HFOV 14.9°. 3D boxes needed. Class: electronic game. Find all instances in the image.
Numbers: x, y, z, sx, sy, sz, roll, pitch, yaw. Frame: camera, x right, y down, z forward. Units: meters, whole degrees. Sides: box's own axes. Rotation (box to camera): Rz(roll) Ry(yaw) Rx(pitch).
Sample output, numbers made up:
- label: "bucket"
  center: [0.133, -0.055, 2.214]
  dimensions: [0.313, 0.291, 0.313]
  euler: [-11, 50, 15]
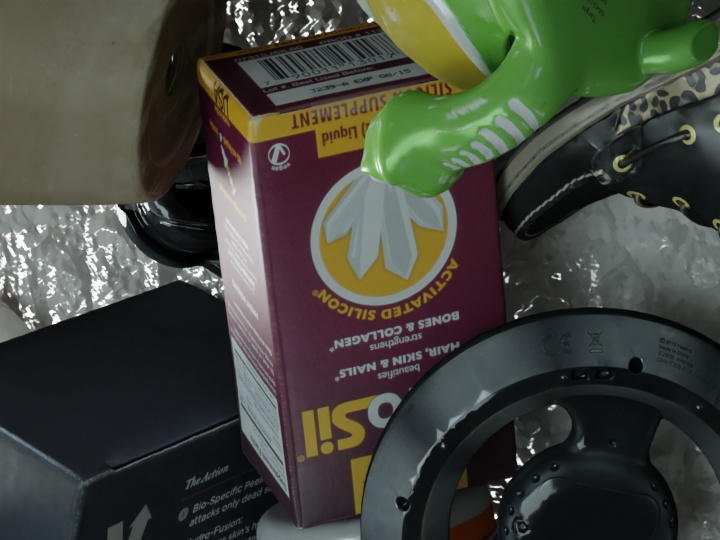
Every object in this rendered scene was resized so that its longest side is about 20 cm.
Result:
- label: "electronic game"
  center: [0.099, 0.111, 1.203]
  dimensions: [0.199, 0.042, 0.201]
  euler: [0, 110, 1]

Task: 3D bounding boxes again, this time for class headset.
- label: "headset"
  center: [-0.089, -0.047, 1.297]
  dimensions: [0.199, 0.094, 0.124]
  euler: [29, 145, 12]

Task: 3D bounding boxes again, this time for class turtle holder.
- label: "turtle holder"
  center: [0.065, -0.121, 1.108]
  dimensions: [0.131, 0.141, 0.186]
  euler: [-6, 84, 42]

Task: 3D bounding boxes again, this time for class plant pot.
- label: "plant pot"
  center: [-0.158, -0.107, 1.198]
  dimensions: [0.173, 0.200, 0.201]
  euler: [14, 113, 11]

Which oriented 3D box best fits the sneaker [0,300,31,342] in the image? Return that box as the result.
- label: "sneaker"
  center: [-0.249, -0.003, 1.460]
  dimensions: [0.199, 0.073, 0.085]
  euler: [25, 119, 30]

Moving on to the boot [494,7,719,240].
- label: "boot"
  center: [0.157, -0.023, 1.158]
  dimensions: [0.200, 0.073, 0.151]
  euler: [-33, 83, 32]

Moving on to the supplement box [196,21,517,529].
- label: "supplement box"
  center: [0.000, 0.000, 1.217]
  dimensions: [0.086, 0.110, 0.201]
  euler: [-131, 31, -60]

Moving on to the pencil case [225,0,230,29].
- label: "pencil case"
  center: [-0.105, -0.210, 1.287]
  dimensions: [0.087, 0.087, 0.200]
  euler: [-36, 82, 38]

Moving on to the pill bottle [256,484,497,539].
- label: "pill bottle"
  center: [0.023, 0.201, 1.292]
  dimensions: [0.113, 0.113, 0.201]
  euler: [-5, 100, 37]

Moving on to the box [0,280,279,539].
- label: "box"
  center: [-0.125, 0.134, 1.330]
  dimensions: [0.117, 0.196, 0.201]
  euler: [28, 118, 28]
